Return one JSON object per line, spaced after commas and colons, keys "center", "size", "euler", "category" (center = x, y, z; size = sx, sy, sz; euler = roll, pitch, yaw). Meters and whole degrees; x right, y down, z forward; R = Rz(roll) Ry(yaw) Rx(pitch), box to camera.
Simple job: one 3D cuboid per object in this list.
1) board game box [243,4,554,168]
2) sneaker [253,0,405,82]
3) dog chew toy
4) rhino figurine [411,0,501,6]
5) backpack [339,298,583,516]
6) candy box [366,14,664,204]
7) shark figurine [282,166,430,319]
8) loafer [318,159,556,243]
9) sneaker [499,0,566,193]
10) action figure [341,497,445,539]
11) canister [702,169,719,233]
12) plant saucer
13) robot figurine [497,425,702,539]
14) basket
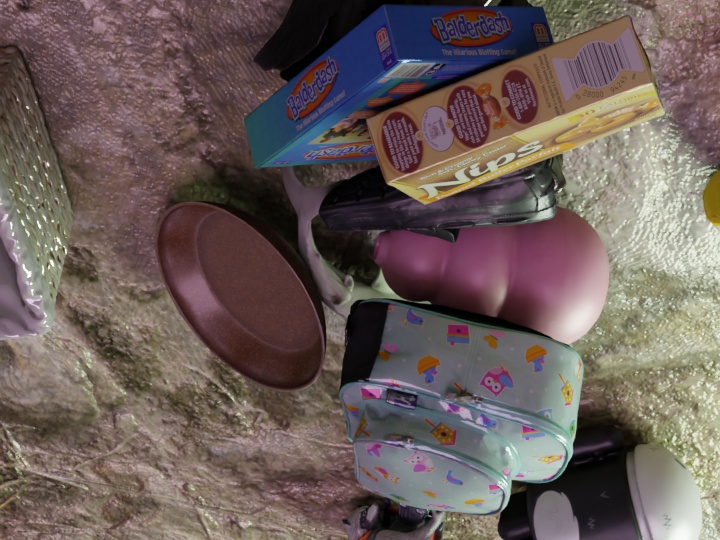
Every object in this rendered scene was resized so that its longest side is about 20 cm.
{"center": [0.026, -0.135, 1.068], "size": [0.151, 0.046, 0.199], "euler": [-7, 166, -37], "category": "board game box"}
{"center": [-0.003, -0.232, 1.093], "size": [0.060, 0.104, 0.202], "euler": [21, 94, -43], "category": "sneaker"}
{"center": [0.110, -0.003, 1.231], "size": [0.197, 0.125, 0.125], "euler": [11, 129, -9], "category": "dog chew toy"}
{"center": [0.098, -0.244, 1.066], "size": [0.059, 0.088, 0.201], "euler": [25, 127, -16], "category": "rhino figurine"}
{"center": [0.084, 0.116, 1.186], "size": [0.197, 0.155, 0.176], "euler": [4, 154, 4], "category": "backpack"}
{"center": [0.115, -0.112, 1.039], "size": [0.198, 0.056, 0.115], "euler": [-19, 170, 14], "category": "candy box"}
{"center": [-0.020, 0.001, 1.286], "size": [0.214, 0.089, 0.129], "euler": [40, 88, -34], "category": "shark figurine"}
{"center": [0.061, -0.052, 1.158], "size": [0.198, 0.068, 0.071], "euler": [-9, 120, 23], "category": "loafer"}
{"center": [0.128, -0.131, 1.166], "size": [0.113, 0.077, 0.201], "euler": [12, 132, -7], "category": "sneaker"}
{"center": [0.061, 0.289, 1.464], "size": [0.192, 0.105, 0.202], "euler": [26, 142, 30], "category": "action figure"}
{"center": [0.403, -0.028, 1.218], "size": [0.148, 0.087, 0.200], "euler": [-33, 118, 27], "category": "canister"}
{"center": [-0.100, 0.016, 1.280], "size": [0.199, 0.037, 0.202], "euler": [29, 141, 27], "category": "plant saucer"}
{"center": [0.239, 0.244, 1.428], "size": [0.198, 0.126, 0.150], "euler": [-17, 143, 17], "category": "robot figurine"}
{"center": [-0.360, -0.059, 1.208], "size": [0.195, 0.162, 0.202], "euler": [-5, 128, 9], "category": "basket"}
